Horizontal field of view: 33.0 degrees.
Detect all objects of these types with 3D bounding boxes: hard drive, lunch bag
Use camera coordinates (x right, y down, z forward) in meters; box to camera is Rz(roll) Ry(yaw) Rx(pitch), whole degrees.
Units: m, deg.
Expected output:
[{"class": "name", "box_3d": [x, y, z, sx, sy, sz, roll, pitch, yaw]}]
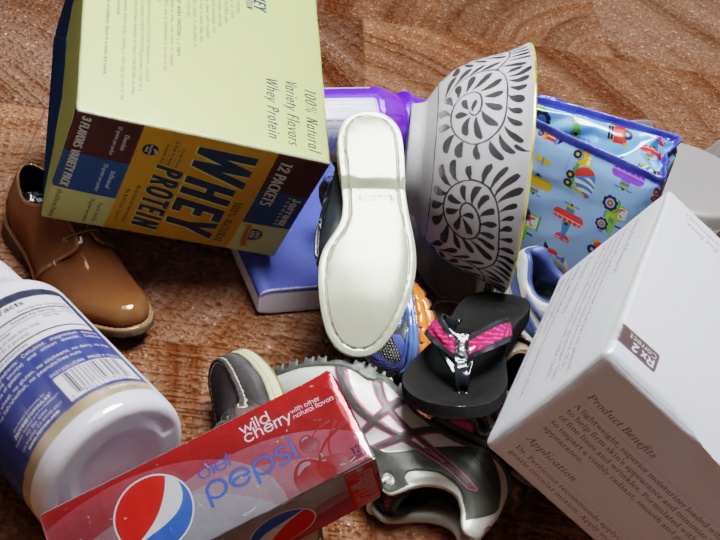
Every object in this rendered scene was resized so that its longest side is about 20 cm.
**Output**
[{"class": "hard drive", "box_3d": [-0.058, -0.038, 1.105, 0.130, 0.026, 0.201, -4, 39, -22]}, {"class": "lunch bag", "box_3d": [0.170, -0.073, 1.113, 0.198, 0.152, 0.094, 22, 36, 12]}]

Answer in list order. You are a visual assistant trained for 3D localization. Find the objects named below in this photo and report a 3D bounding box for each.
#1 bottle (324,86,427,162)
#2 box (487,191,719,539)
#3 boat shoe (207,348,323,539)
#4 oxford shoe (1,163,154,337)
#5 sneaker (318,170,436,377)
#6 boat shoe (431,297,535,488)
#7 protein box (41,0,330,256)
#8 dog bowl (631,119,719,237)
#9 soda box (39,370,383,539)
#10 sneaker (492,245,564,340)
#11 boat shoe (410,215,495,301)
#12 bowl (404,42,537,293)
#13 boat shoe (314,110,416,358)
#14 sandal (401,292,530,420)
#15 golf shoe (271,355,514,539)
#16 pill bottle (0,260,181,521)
[{"class": "bottle", "box_3d": [-0.001, -0.146, 1.220, 0.198, 0.084, 0.066, -4, 70, -22]}, {"class": "box", "box_3d": [0.223, 0.092, 0.849, 0.199, 0.131, 0.200, 41, 43, -6]}, {"class": "boat shoe", "box_3d": [-0.079, 0.129, 0.831, 0.064, 0.074, 0.201, 0, 37, -25]}, {"class": "oxford shoe", "box_3d": [-0.235, -0.018, 0.989, 0.071, 0.072, 0.200, -20, 48, -39]}, {"class": "sneaker", "box_3d": [0.000, 0.000, 0.997, 0.078, 0.076, 0.201, -9, 57, -21]}, {"class": "boat shoe", "box_3d": [0.115, 0.080, 0.956, 0.075, 0.072, 0.200, -12, 42, -30]}, {"class": "protein box", "box_3d": [-0.146, -0.143, 1.000, 0.198, 0.135, 0.200, 10, 54, -22]}, {"class": "dog bowl", "box_3d": [0.326, -0.079, 1.249, 0.198, 0.059, 0.201, 8, 35, -6]}, {"class": "soda box", "box_3d": [-0.088, 0.144, 0.744, 0.198, 0.064, 0.070, -25, 57, -8]}, {"class": "sneaker", "box_3d": [0.191, 0.057, 0.996, 0.199, 0.089, 0.075, 34, 39, 23]}, {"class": "boat shoe", "box_3d": [0.062, -0.044, 1.113, 0.059, 0.072, 0.200, -11, 45, -38]}, {"class": "bowl", "box_3d": [0.082, -0.088, 0.987, 0.093, 0.203, 0.202, 6, 35, 0]}, {"class": "boat shoe", "box_3d": [0.000, -0.020, 0.932, 0.074, 0.066, 0.202, 1, 66, -8]}, {"class": "sandal", "box_3d": [0.079, 0.048, 0.882, 0.074, 0.046, 0.200, 8, 25, 16]}, {"class": "golf shoe", "box_3d": [0.013, 0.125, 0.866, 0.198, 0.078, 0.088, 18, 45, 11]}, {"class": "pill bottle", "box_3d": [-0.221, 0.077, 0.828, 0.110, 0.112, 0.200, -22, 47, -38]}]
